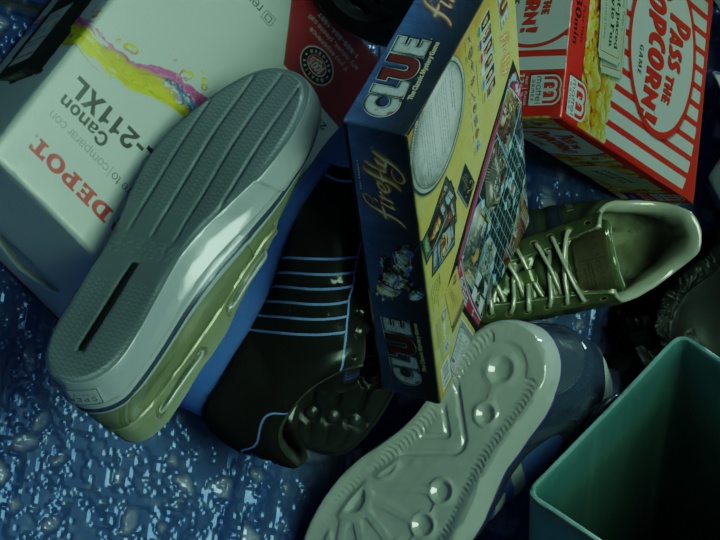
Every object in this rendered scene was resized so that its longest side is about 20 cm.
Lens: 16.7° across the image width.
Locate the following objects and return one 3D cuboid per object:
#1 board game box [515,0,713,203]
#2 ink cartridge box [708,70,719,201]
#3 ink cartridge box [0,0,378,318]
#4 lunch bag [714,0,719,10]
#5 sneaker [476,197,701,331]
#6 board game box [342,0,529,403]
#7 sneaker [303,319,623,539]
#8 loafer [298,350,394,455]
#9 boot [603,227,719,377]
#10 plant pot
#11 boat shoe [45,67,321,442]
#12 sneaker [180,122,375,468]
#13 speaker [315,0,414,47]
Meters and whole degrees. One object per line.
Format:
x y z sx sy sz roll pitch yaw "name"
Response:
0.142 -0.134 1.406 0.200 0.046 0.152 22 72 -59 "board game box"
0.309 -0.025 1.533 0.198 0.043 0.200 6 53 -41 "ink cartridge box"
-0.103 -0.077 1.251 0.146 0.083 0.200 46 61 -24 "ink cartridge box"
0.332 -0.135 1.508 0.169 0.127 0.200 -1 51 -36 "lunch bag"
0.108 -0.006 1.390 0.200 0.090 0.067 -14 95 -35 "sneaker"
0.042 -0.047 1.234 0.200 0.035 0.136 82 29 -48 "board game box"
0.064 0.116 1.357 0.200 0.081 0.146 -53 155 8 "sneaker"
0.000 0.000 1.328 0.068 0.070 0.201 11 95 -7 "loafer"
0.247 0.049 1.502 0.198 0.073 0.163 -39 102 -33 "boot"
0.180 0.174 1.357 0.141 0.141 0.200 -42 154 -31 "plant pot"
-0.080 -0.009 1.180 0.200 0.072 0.062 -55 142 -21 "boat shoe"
-0.016 0.008 1.259 0.078 0.070 0.200 33 107 6 "sneaker"
0.053 -0.206 1.275 0.081 0.081 0.200 51 61 -21 "speaker"
